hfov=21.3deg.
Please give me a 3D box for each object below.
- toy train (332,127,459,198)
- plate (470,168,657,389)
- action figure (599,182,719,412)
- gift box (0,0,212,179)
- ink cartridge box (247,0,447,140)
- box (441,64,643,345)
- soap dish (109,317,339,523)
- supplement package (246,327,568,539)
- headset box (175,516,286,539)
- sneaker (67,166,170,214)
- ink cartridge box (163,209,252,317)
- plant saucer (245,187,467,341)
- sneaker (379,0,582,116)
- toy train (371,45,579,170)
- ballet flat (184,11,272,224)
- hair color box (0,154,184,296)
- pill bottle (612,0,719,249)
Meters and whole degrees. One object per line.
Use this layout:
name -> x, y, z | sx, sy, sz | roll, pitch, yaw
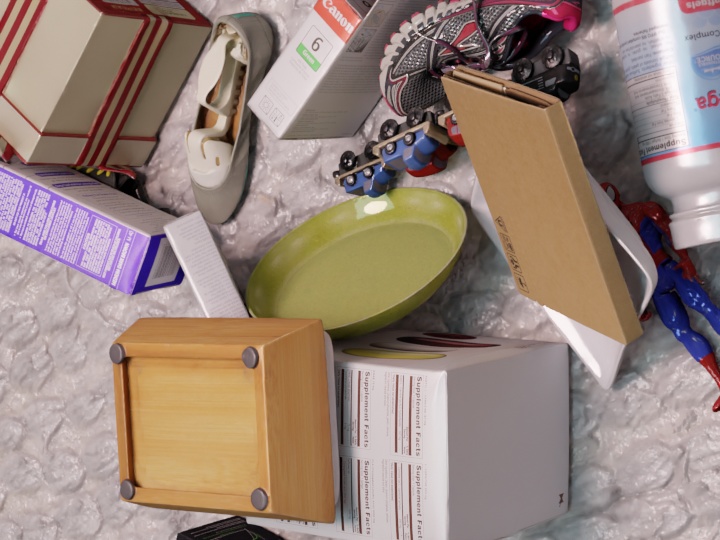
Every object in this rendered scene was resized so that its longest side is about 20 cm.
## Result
toy train -> 0.057, -0.103, 1.631 | 0.199, 0.034, 0.046 | -20, 74, 35
plate -> 0.162, -0.027, 1.509 | 0.201, 0.032, 0.200 | 54, 162, 21
action figure -> 0.243, 0.012, 1.505 | 0.065, 0.051, 0.201 | -46, 66, 35
gift box -> -0.269, -0.190, 1.770 | 0.200, 0.184, 0.188 | 46, 116, 30
ink cartridge box -> 0.000, -0.200, 1.620 | 0.050, 0.109, 0.201 | 48, 118, 22
box -> 0.136, -0.051, 1.452 | 0.163, 0.021, 0.201 | 29, 144, 61
soap dish -> -0.111, 0.118, 1.513 | 0.199, 0.081, 0.159 | -1, 93, 39
supplement package -> 0.040, 0.133, 1.570 | 0.198, 0.190, 0.149 | 4, 97, 36
headset box -> -0.082, 0.346, 1.739 | 0.199, 0.092, 0.176 | 23, 108, 31
sneaker -> -0.254, -0.074, 1.846 | 0.200, 0.074, 0.085 | 40, 109, 17
ink cartridge box -> -0.107, 0.064, 1.681 | 0.040, 0.200, 0.202 | -23, 78, -4
plant saucer -> 0.000, 0.000, 1.609 | 0.198, 0.200, 0.031 | 1, 128, 35
sneaker -> 0.094, -0.186, 1.562 | 0.200, 0.080, 0.075 | -37, 54, 33
toy train -> 0.092, -0.125, 1.552 | 0.199, 0.034, 0.046 | -22, 62, 32
ballet flat -> -0.132, -0.139, 1.748 | 0.067, 0.063, 0.202 | 24, 108, 32
hair color box -> -0.260, -0.047, 1.749 | 0.199, 0.109, 0.065 | 26, 103, 16
pill bottle -> 0.258, -0.122, 1.442 | 0.108, 0.108, 0.202 | -12, 88, 36
